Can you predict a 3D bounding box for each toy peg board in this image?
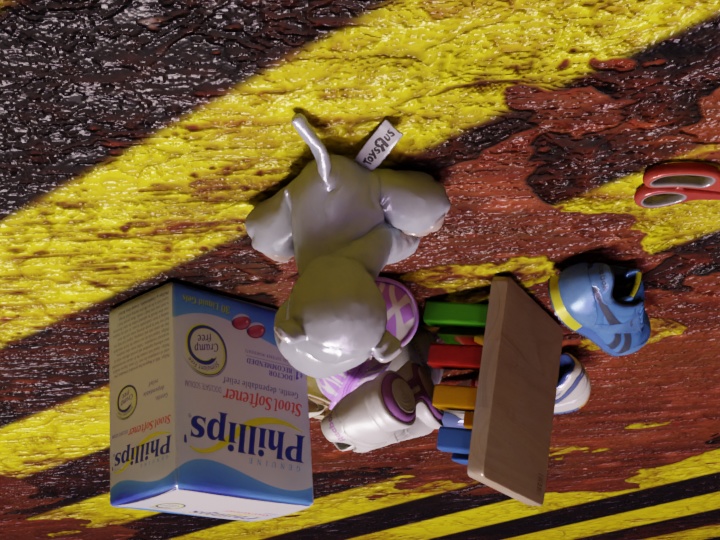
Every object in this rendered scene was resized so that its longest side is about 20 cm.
[{"bbox_3d":[0.130,0.130,1.311,0.097,0.201,0.200,2,163,27],"label":"toy peg board"}]

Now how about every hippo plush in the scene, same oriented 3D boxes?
[{"bbox_3d":[0.000,0.000,0.982,0.158,0.162,0.200,3,157,-19],"label":"hippo plush"}]

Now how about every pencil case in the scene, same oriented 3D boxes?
[{"bbox_3d":[0.003,0.077,1.275,0.083,0.086,0.200,5,158,-8],"label":"pencil case"}]

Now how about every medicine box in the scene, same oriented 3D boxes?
[{"bbox_3d":[-0.147,0.136,1.230,0.103,0.202,0.182,-23,153,37],"label":"medicine box"}]

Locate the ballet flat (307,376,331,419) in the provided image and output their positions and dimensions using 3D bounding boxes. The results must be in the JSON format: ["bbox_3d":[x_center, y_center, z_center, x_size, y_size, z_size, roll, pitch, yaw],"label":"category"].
[{"bbox_3d":[-0.109,0.141,1.435,0.199,0.070,0.069,10,154,-32],"label":"ballet flat"}]

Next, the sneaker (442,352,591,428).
[{"bbox_3d":[0.177,0.140,1.510,0.199,0.076,0.088,-16,145,9],"label":"sneaker"}]

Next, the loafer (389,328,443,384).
[{"bbox_3d":[0.040,0.118,1.399,0.069,0.070,0.200,-16,163,-20],"label":"loafer"}]

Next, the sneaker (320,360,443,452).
[{"bbox_3d":[0.022,0.141,1.263,0.099,0.075,0.200,-28,165,16],"label":"sneaker"}]

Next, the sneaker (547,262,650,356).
[{"bbox_3d":[0.267,0.038,1.268,0.078,0.066,0.200,-22,153,28],"label":"sneaker"}]

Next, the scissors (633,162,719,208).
[{"bbox_3d":[0.331,-0.071,1.081,0.198,0.014,0.073,1,155,-12],"label":"scissors"}]
